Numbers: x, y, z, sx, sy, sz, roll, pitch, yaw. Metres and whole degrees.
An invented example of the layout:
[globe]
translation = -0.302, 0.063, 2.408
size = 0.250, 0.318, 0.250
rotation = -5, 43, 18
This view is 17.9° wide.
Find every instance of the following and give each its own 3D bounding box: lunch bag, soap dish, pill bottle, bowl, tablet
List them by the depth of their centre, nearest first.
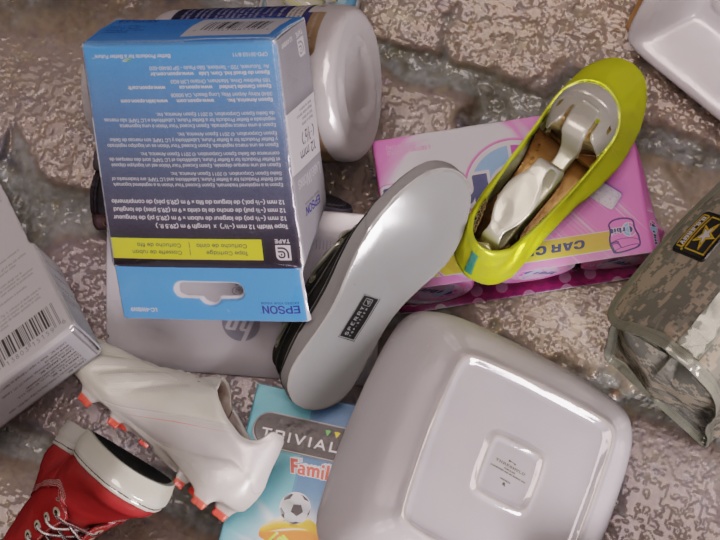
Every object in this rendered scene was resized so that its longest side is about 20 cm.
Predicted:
[lunch bag]
translation = 0.255, 0.015, 1.554
size = 0.117, 0.200, 0.164
rotation = 42, 82, 13
[bowl]
translation = 0.089, 0.141, 1.560
size = 0.199, 0.075, 0.201
rotation = 28, 74, -14
[soap dish]
translation = 0.289, -0.197, 1.619
size = 0.157, 0.200, 0.081
rotation = 41, 52, 13
[pill bottle]
translation = -0.093, -0.132, 1.632
size = 0.198, 0.111, 0.112
rotation = 1, 74, 20
[tablet]
translation = -0.084, 0.016, 1.637
size = 0.198, 0.014, 0.131
rotation = 4, 110, 5

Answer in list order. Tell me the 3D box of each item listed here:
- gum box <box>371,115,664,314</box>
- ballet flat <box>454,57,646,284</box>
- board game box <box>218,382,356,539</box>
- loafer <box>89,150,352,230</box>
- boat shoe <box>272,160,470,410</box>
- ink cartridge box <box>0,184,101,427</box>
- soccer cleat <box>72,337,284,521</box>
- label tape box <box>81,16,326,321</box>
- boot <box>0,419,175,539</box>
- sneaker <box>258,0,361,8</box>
[gum box]
translation = 0.114, -0.045, 1.647
size = 0.198, 0.066, 0.114
rotation = -9, 74, 1
[ballet flat]
translation = 0.136, -0.075, 1.584
size = 0.067, 0.067, 0.200
rotation = 36, 77, 14
[board game box]
translation = -0.023, 0.194, 1.602
size = 0.150, 0.047, 0.202
rotation = 12, 76, 7
[loafer]
translation = -0.104, -0.042, 1.669
size = 0.198, 0.072, 0.063
rotation = 13, 100, 12
[boat shoe]
translation = 0.000, 0.000, 1.577
size = 0.201, 0.070, 0.064
rotation = -54, 35, 14
[ink cartridge box]
translation = -0.303, 0.049, 1.648
size = 0.199, 0.044, 0.174
rotation = -36, 51, 5
[soccer cleat]
translation = -0.133, 0.095, 1.609
size = 0.200, 0.069, 0.078
rotation = 38, 89, 30
[label tape box]
translation = -0.102, -0.069, 1.561
size = 0.142, 0.066, 0.202
rotation = 1, 113, 19
[boot]
translation = -0.200, 0.182, 1.547
size = 0.072, 0.200, 0.145
rotation = 35, 79, -15
[sneaker]
translation = -0.032, -0.229, 1.674
size = 0.079, 0.131, 0.201
rotation = 20, 79, 8
